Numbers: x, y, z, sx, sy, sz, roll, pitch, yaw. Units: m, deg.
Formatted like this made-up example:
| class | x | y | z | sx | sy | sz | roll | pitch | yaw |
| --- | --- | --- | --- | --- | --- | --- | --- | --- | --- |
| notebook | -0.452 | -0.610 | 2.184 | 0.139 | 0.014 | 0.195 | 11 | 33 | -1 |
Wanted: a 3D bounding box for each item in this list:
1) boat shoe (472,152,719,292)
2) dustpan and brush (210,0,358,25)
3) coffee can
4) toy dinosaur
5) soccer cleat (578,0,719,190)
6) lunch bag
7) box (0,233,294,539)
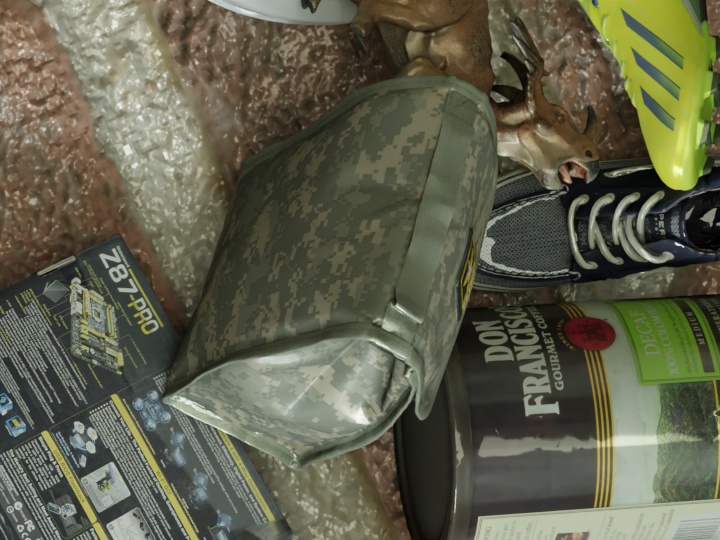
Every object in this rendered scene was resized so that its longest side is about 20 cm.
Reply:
| class | x | y | z | sx | sy | sz | roll | pitch | yaw |
| --- | --- | --- | --- | --- | --- | --- | --- | --- | --- |
| boat shoe | 0.147 | -0.029 | 1.607 | 0.199 | 0.093 | 0.075 | -14 | 98 | -11 |
| dustpan and brush | -0.092 | -0.202 | 1.563 | 0.199 | 0.057 | 0.140 | -7 | 109 | -18 |
| coffee can | 0.130 | 0.089 | 1.588 | 0.199 | 0.146 | 0.147 | -3 | 96 | -13 |
| toy dinosaur | 0.049 | -0.132 | 1.567 | 0.135 | 0.086 | 0.201 | -24 | 106 | -20 |
| soccer cleat | 0.165 | -0.138 | 1.594 | 0.083 | 0.065 | 0.201 | -3 | 70 | 7 |
| lunch bag | 0.000 | 0.000 | 1.496 | 0.117 | 0.200 | 0.165 | 28 | 63 | -20 |
| box | -0.150 | 0.099 | 1.519 | 0.161 | 0.049 | 0.201 | -29 | 86 | -35 |
